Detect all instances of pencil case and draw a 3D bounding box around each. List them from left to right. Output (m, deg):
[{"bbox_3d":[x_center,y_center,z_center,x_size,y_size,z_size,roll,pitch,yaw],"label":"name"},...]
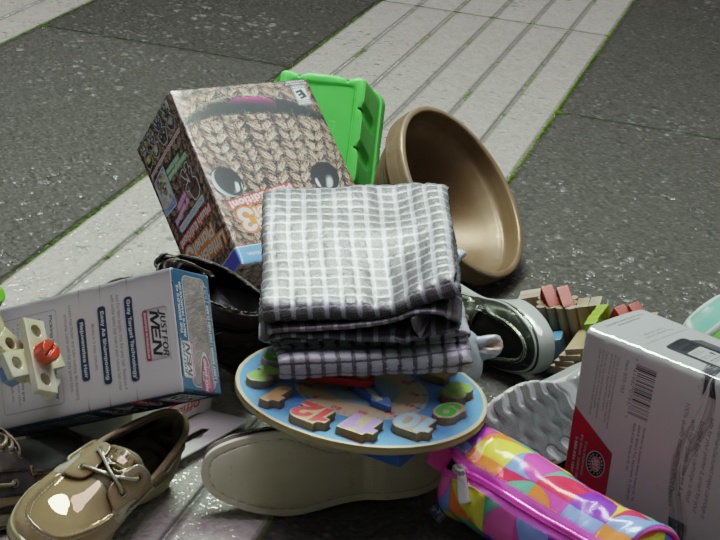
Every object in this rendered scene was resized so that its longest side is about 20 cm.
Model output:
[{"bbox_3d":[0.142,0.188,1.328,0.088,0.088,0.200,-15,29,-42],"label":"pencil case"}]

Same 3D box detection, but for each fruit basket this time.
[{"bbox_3d":[-0.058,-0.105,1.921,0.155,0.216,0.216,6,22,1],"label":"fruit basket"}]

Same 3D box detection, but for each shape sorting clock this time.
[{"bbox_3d":[0.001,0.093,1.386,0.200,0.039,0.200,5,24,-2],"label":"shape sorting clock"}]

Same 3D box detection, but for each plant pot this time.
[{"bbox_3d":[0.076,-0.065,1.869,0.093,0.201,0.201,-30,3,31],"label":"plant pot"}]

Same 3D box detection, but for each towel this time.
[{"bbox_3d":[0.000,0.000,1.415,0.165,0.086,0.200,-2,32,-2],"label":"towel"}]

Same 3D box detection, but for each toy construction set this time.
[{"bbox_3d":[-0.326,0.071,1.370,0.200,0.092,0.131,-20,49,18],"label":"toy construction set"}]

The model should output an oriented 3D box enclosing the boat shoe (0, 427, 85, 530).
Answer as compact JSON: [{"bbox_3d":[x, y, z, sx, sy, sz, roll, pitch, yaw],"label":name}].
[{"bbox_3d":[-0.280,0.152,1.322,0.074,0.073,0.200,20,26,31],"label":"boat shoe"}]

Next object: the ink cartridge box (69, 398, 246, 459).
[{"bbox_3d":[-0.204,0.091,1.500,0.200,0.068,0.116,17,24,27],"label":"ink cartridge box"}]

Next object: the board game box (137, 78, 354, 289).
[{"bbox_3d":[-0.100,-0.074,1.716,0.159,0.097,0.200,-10,64,-33],"label":"board game box"}]

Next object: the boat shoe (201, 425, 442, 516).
[{"bbox_3d":[-0.032,0.147,1.398,0.200,0.072,0.060,-3,21,-16],"label":"boat shoe"}]

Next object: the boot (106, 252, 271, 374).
[{"bbox_3d":[-0.153,0.024,1.540,0.200,0.069,0.174,17,-19,12],"label":"boot"}]

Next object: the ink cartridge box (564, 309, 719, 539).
[{"bbox_3d":[0.272,0.135,1.404,0.200,0.145,0.083,23,25,37],"label":"ink cartridge box"}]

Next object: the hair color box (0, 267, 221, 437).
[{"bbox_3d":[-0.214,0.068,1.401,0.200,0.100,0.061,-13,-13,25],"label":"hair color box"}]

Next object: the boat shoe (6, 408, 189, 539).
[{"bbox_3d":[-0.192,0.157,1.320,0.072,0.065,0.200,38,27,11],"label":"boat shoe"}]

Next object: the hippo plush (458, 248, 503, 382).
[{"bbox_3d":[0.027,0.060,1.570,0.200,0.159,0.161,28,26,-56],"label":"hippo plush"}]

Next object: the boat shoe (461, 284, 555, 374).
[{"bbox_3d":[0.101,0.056,1.672,0.064,0.071,0.200,-10,18,-35],"label":"boat shoe"}]

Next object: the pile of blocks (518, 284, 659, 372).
[{"bbox_3d":[0.194,0.049,1.648,0.082,0.062,0.200,-27,21,-36],"label":"pile of blocks"}]

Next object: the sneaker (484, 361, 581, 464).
[{"bbox_3d":[0.168,0.129,1.523,0.200,0.082,0.075,-21,77,-30],"label":"sneaker"}]

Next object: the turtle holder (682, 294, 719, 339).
[{"bbox_3d":[0.340,0.094,1.567,0.141,0.186,0.132,30,7,-34],"label":"turtle holder"}]
